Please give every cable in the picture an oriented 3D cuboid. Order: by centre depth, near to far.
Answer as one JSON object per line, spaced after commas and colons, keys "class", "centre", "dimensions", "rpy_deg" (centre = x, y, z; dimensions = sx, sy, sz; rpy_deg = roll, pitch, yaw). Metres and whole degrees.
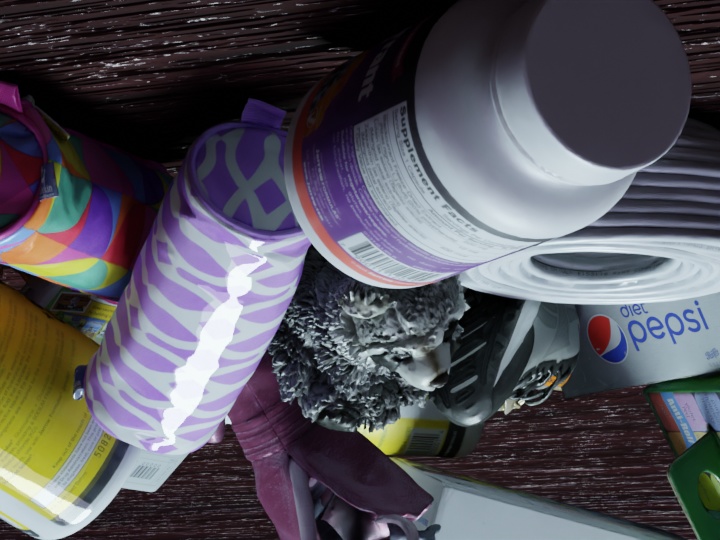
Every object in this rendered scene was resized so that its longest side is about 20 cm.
{"class": "cable", "centre": [0.132, -0.028, 1.424], "dimensions": [0.199, 0.070, 0.200], "rpy_deg": [10, 165, -34]}

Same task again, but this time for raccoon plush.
{"class": "raccoon plush", "centre": [-0.023, -0.002, 1.404], "dimensions": [0.200, 0.097, 0.134], "rpy_deg": [36, 153, 18]}

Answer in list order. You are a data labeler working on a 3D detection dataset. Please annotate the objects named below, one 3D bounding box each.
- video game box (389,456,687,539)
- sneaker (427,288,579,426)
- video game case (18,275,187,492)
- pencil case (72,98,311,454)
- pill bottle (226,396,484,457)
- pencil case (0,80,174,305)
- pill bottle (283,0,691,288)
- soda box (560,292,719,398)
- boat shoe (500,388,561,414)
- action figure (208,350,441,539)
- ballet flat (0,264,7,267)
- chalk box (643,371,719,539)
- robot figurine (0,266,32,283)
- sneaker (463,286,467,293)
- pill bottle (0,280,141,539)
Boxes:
{"class": "video game box", "centre": [0.121, 0.168, 1.686], "dimensions": [0.199, 0.047, 0.182], "rpy_deg": [16, -179, -9]}
{"class": "sneaker", "centre": [0.092, 0.046, 1.560], "dimensions": [0.074, 0.080, 0.200], "rpy_deg": [-31, -171, 23]}
{"class": "video game case", "centre": [-0.146, 0.057, 1.609], "dimensions": [0.199, 0.022, 0.182], "rpy_deg": [14, 126, -46]}
{"class": "pencil case", "centre": [-0.080, 0.011, 1.385], "dimensions": [0.084, 0.086, 0.200], "rpy_deg": [22, 135, -10]}
{"class": "pill bottle", "centre": [-0.022, 0.061, 1.750], "dimensions": [0.199, 0.115, 0.114], "rpy_deg": [4, 168, -11]}
{"class": "pencil case", "centre": [-0.153, -0.035, 1.396], "dimensions": [0.088, 0.089, 0.200], "rpy_deg": [-3, 168, 20]}
{"class": "pill bottle", "centre": [0.056, -0.062, 1.175], "dimensions": [0.111, 0.112, 0.200], "rpy_deg": [8, 166, -27]}
{"class": "soda box", "centre": [0.193, 0.024, 1.618], "dimensions": [0.063, 0.069, 0.200], "rpy_deg": [-30, -171, -36]}
{"class": "boat shoe", "centre": [0.088, 0.071, 1.899], "dimensions": [0.072, 0.065, 0.199], "rpy_deg": [-9, 164, 40]}
{"class": "action figure", "centre": [-0.050, 0.095, 1.557], "dimensions": [0.134, 0.201, 0.149], "rpy_deg": [-32, -175, 15]}
{"class": "ballet flat", "centre": [-0.226, -0.051, 1.394], "dimensions": [0.046, 0.068, 0.200], "rpy_deg": [17, 174, 27]}
{"class": "chalk box", "centre": [0.265, 0.096, 1.616], "dimensions": [0.199, 0.125, 0.124], "rpy_deg": [-31, -170, -21]}
{"class": "robot figurine", "centre": [-0.224, -0.012, 1.563], "dimensions": [0.144, 0.059, 0.200], "rpy_deg": [-4, 167, 12]}
{"class": "sneaker", "centre": [0.000, 0.000, 1.590], "dimensions": [0.099, 0.071, 0.200], "rpy_deg": [9, 164, -9]}
{"class": "pill bottle", "centre": [-0.220, 0.056, 1.466], "dimensions": [0.200, 0.113, 0.112], "rpy_deg": [36, 151, -29]}
